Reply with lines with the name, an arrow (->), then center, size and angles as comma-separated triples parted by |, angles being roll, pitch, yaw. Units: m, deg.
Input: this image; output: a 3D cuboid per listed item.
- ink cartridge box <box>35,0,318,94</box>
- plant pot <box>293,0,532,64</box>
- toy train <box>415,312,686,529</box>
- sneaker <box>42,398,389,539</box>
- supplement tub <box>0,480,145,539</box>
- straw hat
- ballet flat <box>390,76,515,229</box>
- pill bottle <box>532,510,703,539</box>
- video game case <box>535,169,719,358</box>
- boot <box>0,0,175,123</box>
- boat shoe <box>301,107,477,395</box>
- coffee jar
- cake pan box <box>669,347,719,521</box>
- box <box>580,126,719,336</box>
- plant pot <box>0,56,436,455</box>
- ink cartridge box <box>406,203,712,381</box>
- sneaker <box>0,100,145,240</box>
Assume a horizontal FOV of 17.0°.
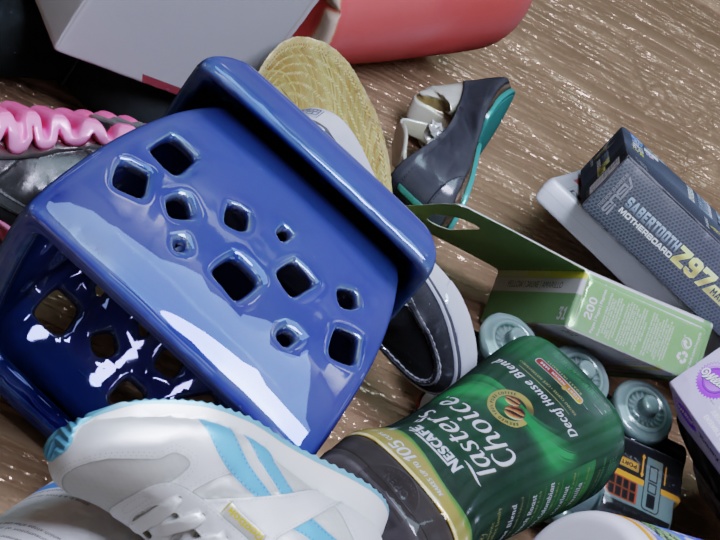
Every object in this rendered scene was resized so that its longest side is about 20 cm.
ink cartridge box -> -0.128, -0.232, 1.530 | 0.145, 0.145, 0.201 | 17, 33, -38
plant pot -> 0.001, -0.234, 1.721 | 0.177, 0.201, 0.201 | -23, 68, -38
toy train -> 0.122, 0.110, 1.554 | 0.199, 0.085, 0.115 | 26, 49, -16
sneaker -> -0.066, 0.124, 1.178 | 0.199, 0.076, 0.081 | 25, 51, -31
supplement tub -> -0.171, 0.194, 1.182 | 0.132, 0.132, 0.200 | 47, 38, 9
straw hat -> -0.059, -0.043, 1.538 | 0.201, 0.084, 0.203 | 19, 67, -57
ballet flat -> 0.061, -0.097, 1.710 | 0.073, 0.073, 0.200 | 35, 32, -5
pill bottle -> 0.189, 0.216, 1.458 | 0.199, 0.112, 0.113 | 20, 39, -47
video game case -> 0.212, 0.006, 1.715 | 0.200, 0.023, 0.182 | 44, 11, 6
boot -> -0.173, -0.122, 1.544 | 0.163, 0.073, 0.198 | 46, 34, 9
boat shoe -> 0.000, 0.000, 1.461 | 0.068, 0.071, 0.201 | -46, 113, -47
coffee jar -> 0.057, 0.120, 1.407 | 0.199, 0.086, 0.104 | -28, 65, -40
cake pan box -> 0.275, 0.163, 1.543 | 0.052, 0.185, 0.201 | -30, 60, -5
box -> 0.225, -0.022, 1.667 | 0.158, 0.051, 0.200 | 44, 11, -2
plant pot -> -0.083, 0.014, 1.336 | 0.200, 0.200, 0.180 | 41, 58, -1
ink cartridge box -> 0.115, 0.016, 1.592 | 0.199, 0.145, 0.048 | 23, 82, -19
sneaker -> -0.184, -0.050, 1.453 | 0.198, 0.096, 0.079 | 5, 8, -26
